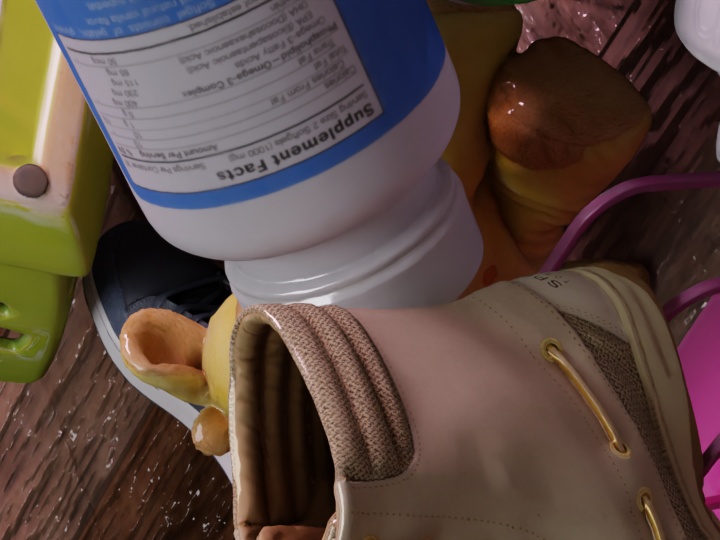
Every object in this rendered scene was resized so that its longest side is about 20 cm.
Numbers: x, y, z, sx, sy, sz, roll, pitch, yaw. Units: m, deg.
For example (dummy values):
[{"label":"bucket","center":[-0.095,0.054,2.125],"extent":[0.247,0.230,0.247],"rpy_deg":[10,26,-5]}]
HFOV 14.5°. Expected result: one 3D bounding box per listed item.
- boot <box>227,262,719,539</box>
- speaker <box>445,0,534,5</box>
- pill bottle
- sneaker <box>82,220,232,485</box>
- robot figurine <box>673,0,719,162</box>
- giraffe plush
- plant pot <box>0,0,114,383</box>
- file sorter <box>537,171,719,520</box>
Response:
[{"label":"boot","center":[0.044,0.097,0.856],"extent":[0.073,0.155,0.200],"rpy_deg":[-28,72,49]},{"label":"speaker","center":[-0.008,-0.149,0.976],"extent":[0.200,0.088,0.089],"rpy_deg":[24,114,45]},{"label":"pill bottle","center":[-0.035,-0.074,0.890],"extent":[0.112,0.112,0.200],"rpy_deg":[14,138,50]},{"label":"sneaker","center":[-0.037,0.018,1.202],"extent":[0.202,0.077,0.146],"rpy_deg":[48,141,24]},{"label":"robot figurine","center":[0.167,-0.123,0.907],"extent":[0.169,0.113,0.200],"rpy_deg":[13,110,9]},{"label":"giraffe plush","center":[0.000,0.000,1.039],"extent":[0.172,0.162,0.200],"rpy_deg":[22,150,29]},{"label":"plant pot","center":[-0.199,-0.078,1.236],"extent":[0.181,0.199,0.200],"rpy_deg":[141,139,-67]},{"label":"file sorter","center":[0.143,0.078,0.956],"extent":[0.200,0.125,0.139],"rpy_deg":[56,134,31]}]
